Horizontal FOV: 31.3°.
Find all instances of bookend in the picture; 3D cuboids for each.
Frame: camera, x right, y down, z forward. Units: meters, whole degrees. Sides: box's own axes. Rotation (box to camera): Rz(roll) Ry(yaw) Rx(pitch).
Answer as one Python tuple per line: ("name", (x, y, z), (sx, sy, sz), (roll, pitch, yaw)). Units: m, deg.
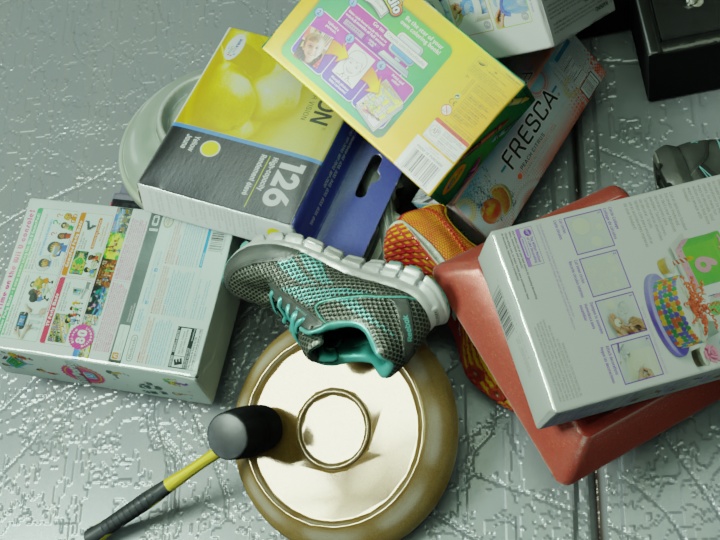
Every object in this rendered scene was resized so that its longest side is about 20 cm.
("bookend", (0.244, -0.245, 1.164), (0.199, 0.092, 0.200), (-10, 64, 8))

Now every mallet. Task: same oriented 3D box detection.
("mallet", (-0.154, 0.171, 1.041), (0.200, 0.066, 0.041), (-34, 77, 12))

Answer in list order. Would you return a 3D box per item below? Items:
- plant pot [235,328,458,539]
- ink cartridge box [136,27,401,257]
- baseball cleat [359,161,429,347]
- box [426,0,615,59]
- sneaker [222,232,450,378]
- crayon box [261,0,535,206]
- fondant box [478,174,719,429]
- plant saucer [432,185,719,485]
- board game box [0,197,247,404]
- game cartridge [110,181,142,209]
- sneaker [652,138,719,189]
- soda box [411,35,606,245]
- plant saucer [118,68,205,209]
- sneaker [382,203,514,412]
("plant pot", (-0.019, 0.130, 1.048), (0.199, 0.027, 0.201), (-4, 78, 20))
("ink cartridge box", (-0.062, -0.112, 1.114), (0.199, 0.047, 0.198), (14, 56, 15))
("baseball cleat", (0.000, 0.000, 1.113), (0.106, 0.070, 0.201), (-14, 62, 5))
("box", (0.101, -0.242, 1.121), (0.199, 0.102, 0.112), (-4, 22, 44))
("sneaker", (-0.034, 0.030, 1.020), (0.199, 0.078, 0.091), (11, 50, 28))
("crayon box", (0.030, -0.164, 1.064), (0.200, 0.058, 0.119), (43, 96, 15))
("fondant box", (0.206, 0.021, 0.962), (0.199, 0.058, 0.145), (-14, 71, -10))
("plant saucer", (0.189, 0.038, 1.016), (0.199, 0.037, 0.201), (-24, 74, -24))
("board game box", (-0.209, 0.024, 1.115), (0.199, 0.064, 0.148), (8, 66, 13))
("game cartridge", (-0.183, 0.001, 1.173), (0.129, 0.038, 0.201), (8, 67, 11))
("sneaker", (0.307, -0.028, 1.060), (0.079, 0.075, 0.201), (-15, 63, 2))
("soda box", (0.132, -0.119, 1.131), (0.200, 0.064, 0.068), (-56, 28, -16))
("plant saucer", (-0.133, -0.131, 1.192), (0.199, 0.050, 0.201), (-5, 53, 6))
("sneaker", (0.102, 0.029, 1.058), (0.077, 0.073, 0.201), (-31, 87, -39))
